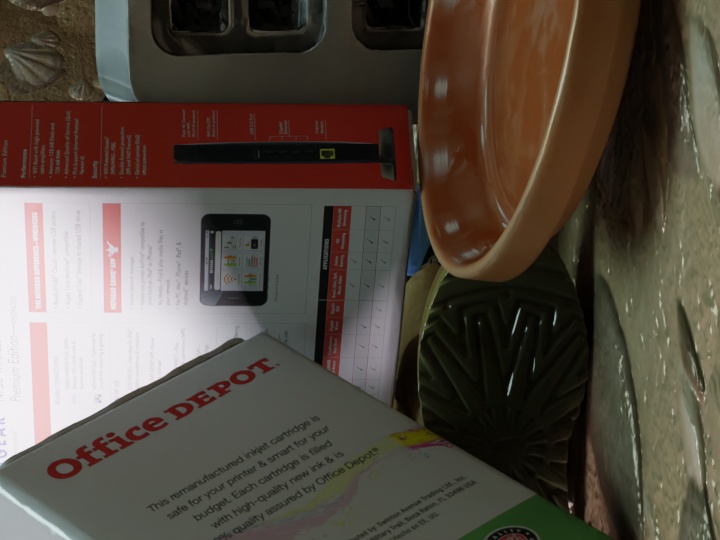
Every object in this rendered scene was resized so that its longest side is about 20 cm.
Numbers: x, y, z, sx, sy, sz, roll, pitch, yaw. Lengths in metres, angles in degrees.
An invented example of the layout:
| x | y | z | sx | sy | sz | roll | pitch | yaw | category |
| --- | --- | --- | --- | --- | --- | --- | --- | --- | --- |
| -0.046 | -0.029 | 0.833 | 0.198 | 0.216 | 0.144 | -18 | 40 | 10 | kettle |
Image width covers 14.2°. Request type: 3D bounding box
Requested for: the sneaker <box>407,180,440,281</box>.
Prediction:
| x | y | z | sx | sy | sz | roll | pitch | yaw | category |
| --- | --- | --- | --- | --- | --- | --- | --- | --- | --- |
| 0.000 | 0.000 | 1.461 | 0.200 | 0.071 | 0.083 | 165 | 109 | -79 | sneaker |

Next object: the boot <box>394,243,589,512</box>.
| x | y | z | sx | sy | sz | roll | pitch | yaw | category |
| --- | --- | --- | --- | --- | --- | --- | --- | --- | --- |
| 0.042 | 0.039 | 1.213 | 0.200 | 0.066 | 0.176 | -111 | 21 | -69 | boot |

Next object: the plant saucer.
| x | y | z | sx | sy | sz | roll | pitch | yaw | category |
| --- | --- | --- | --- | --- | --- | --- | --- | --- | --- |
| 0.063 | -0.095 | 1.052 | 0.200 | 0.032 | 0.201 | -172 | 90 | -76 | plant saucer |

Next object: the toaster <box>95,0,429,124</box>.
| x | y | z | sx | sy | sz | roll | pitch | yaw | category |
| --- | --- | --- | --- | --- | --- | --- | --- | --- | --- |
| -0.023 | -0.141 | 1.205 | 0.119 | 0.180 | 0.201 | -143 | 53 | -78 | toaster |

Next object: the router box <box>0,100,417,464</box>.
| x | y | z | sx | sy | sz | roll | pitch | yaw | category |
| --- | --- | --- | --- | --- | --- | --- | --- | --- | --- |
| -0.073 | 0.016 | 1.194 | 0.200 | 0.179 | 0.049 | 96 | 173 | -48 | router box |

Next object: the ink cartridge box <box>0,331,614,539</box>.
| x | y | z | sx | sy | sz | roll | pitch | yaw | category |
| --- | --- | --- | --- | --- | --- | --- | --- | --- | --- |
| -0.022 | 0.120 | 1.084 | 0.200 | 0.145 | 0.084 | 29 | 132 | 37 | ink cartridge box |
